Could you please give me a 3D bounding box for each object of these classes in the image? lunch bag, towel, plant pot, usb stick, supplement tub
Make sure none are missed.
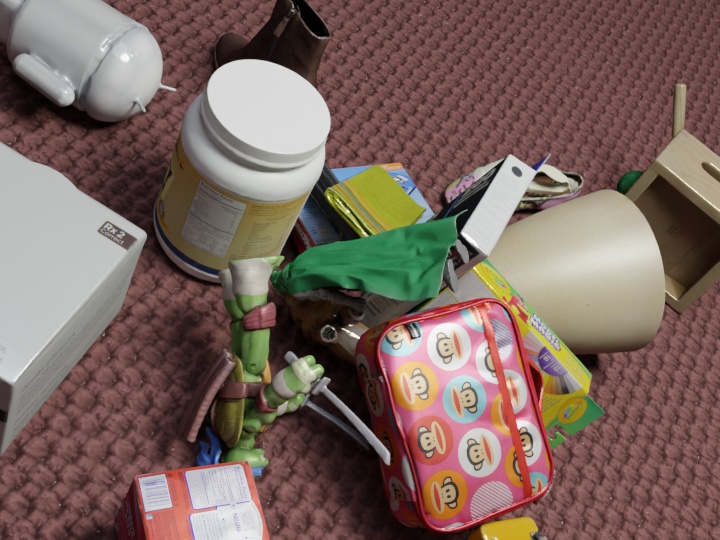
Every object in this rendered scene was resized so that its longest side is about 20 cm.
[{"bbox_3d":[0.098,0.130,0.903,0.176,0.082,0.201,-14,87,-24],"label":"lunch bag"},{"bbox_3d":[0.021,-0.073,1.057,0.086,0.018,0.200,48,21,0],"label":"towel"},{"bbox_3d":[0.199,0.018,1.079,0.199,0.188,0.188,-11,59,-17],"label":"plant pot"},{"bbox_3d":[-0.045,-0.097,1.059,0.033,0.056,0.200,-31,72,-18],"label":"usb stick"},{"bbox_3d":[-0.120,-0.097,0.973,0.144,0.200,0.145,14,49,-17],"label":"supplement tub"}]

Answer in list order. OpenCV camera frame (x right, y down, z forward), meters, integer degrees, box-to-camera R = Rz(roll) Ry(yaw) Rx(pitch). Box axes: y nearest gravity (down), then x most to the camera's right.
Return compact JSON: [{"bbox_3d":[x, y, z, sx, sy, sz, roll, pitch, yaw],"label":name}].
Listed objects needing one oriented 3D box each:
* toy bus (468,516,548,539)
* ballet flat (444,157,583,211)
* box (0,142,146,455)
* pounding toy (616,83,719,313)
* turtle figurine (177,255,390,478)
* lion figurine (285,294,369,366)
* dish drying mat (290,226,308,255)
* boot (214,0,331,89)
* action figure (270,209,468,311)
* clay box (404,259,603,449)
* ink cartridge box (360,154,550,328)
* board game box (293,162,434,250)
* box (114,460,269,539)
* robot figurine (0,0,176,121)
[{"bbox_3d":[0.150,0.326,0.855,0.065,0.078,0.201,-2,55,-27],"label":"toy bus"},{"bbox_3d":[0.201,-0.110,1.235,0.199,0.071,0.069,-2,56,-28],"label":"ballet flat"},{"bbox_3d":[-0.327,0.011,0.831,0.199,0.131,0.200,31,46,0],"label":"box"},{"bbox_3d":[0.414,-0.095,1.253,0.200,0.184,0.142,42,47,9],"label":"pounding toy"},{"bbox_3d":[-0.062,0.087,0.883,0.144,0.199,0.195,11,71,-73],"label":"turtle figurine"},{"bbox_3d":[0.005,0.077,0.985,0.072,0.122,0.200,-45,98,-10],"label":"lion figurine"},{"bbox_3d":[-0.057,-0.063,1.104,0.077,0.018,0.200,-6,56,-34],"label":"dish drying mat"},{"bbox_3d":[-0.102,-0.265,1.135,0.072,0.167,0.200,-12,53,-33],"label":"boot"},{"bbox_3d":[0.000,0.000,0.915,0.055,0.199,0.118,66,34,-31],"label":"action figure"},{"bbox_3d":[0.145,0.094,0.992,0.200,0.115,0.048,47,28,-5],"label":"clay box"},{"bbox_3d":[0.096,-0.040,1.041,0.043,0.198,0.200,45,46,-7],"label":"ink cartridge box"},{"bbox_3d":[-0.004,-0.075,1.123,0.199,0.019,0.103,-11,61,-41],"label":"board game box"},{"bbox_3d":[-0.121,0.263,0.757,0.099,0.096,0.201,-3,56,-28],"label":"box"},{"bbox_3d":[-0.300,-0.239,1.055,0.200,0.113,0.170,33,48,1],"label":"robot figurine"}]
